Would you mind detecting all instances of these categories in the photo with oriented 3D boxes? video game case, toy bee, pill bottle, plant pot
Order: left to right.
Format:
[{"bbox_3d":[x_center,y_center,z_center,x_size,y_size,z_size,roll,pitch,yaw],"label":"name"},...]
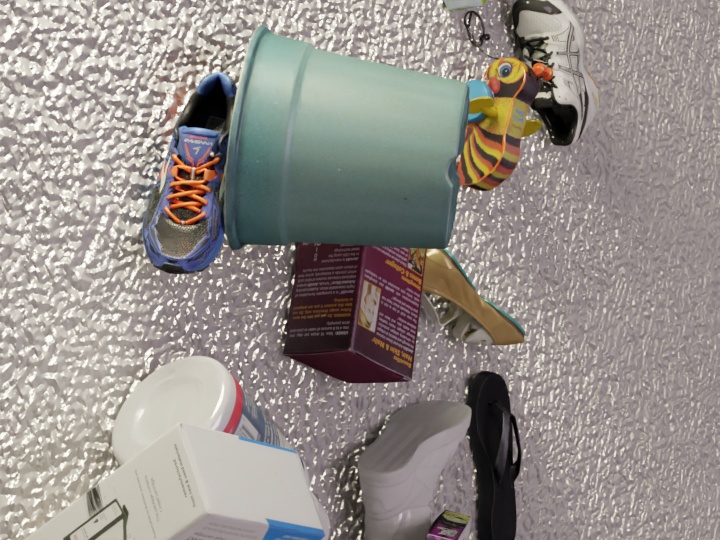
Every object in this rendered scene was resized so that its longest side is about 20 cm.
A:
[{"bbox_3d":[-0.113,0.179,1.461,0.200,0.119,0.120,54,46,-37],"label":"pill bottle"},{"bbox_3d":[-0.007,-0.105,1.508,0.200,0.194,0.203,8,90,-84],"label":"plant pot"},{"bbox_3d":[0.069,0.348,1.672,0.181,0.035,0.202,10,92,-82],"label":"video game case"},{"bbox_3d":[0.159,-0.193,1.891,0.130,0.108,0.202,-18,101,-52],"label":"toy bee"}]

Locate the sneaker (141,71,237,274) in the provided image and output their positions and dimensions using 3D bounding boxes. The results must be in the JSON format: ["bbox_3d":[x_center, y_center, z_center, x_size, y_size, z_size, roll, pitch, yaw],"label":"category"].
[{"bbox_3d":[-0.145,-0.088,1.465,0.079,0.074,0.202,95,3,-60],"label":"sneaker"}]

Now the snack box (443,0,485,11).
[{"bbox_3d":[0.103,-0.412,1.882,0.201,0.053,0.143,60,44,-31],"label":"snack box"}]

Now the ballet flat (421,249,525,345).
[{"bbox_3d":[0.109,0.041,1.851,0.063,0.068,0.200,-52,131,-7],"label":"ballet flat"}]

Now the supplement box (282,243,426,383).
[{"bbox_3d":[0.000,0.000,1.666,0.110,0.085,0.202,29,63,-50],"label":"supplement box"}]

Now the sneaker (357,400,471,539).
[{"bbox_3d":[0.054,0.216,1.747,0.200,0.073,0.117,-33,126,-54],"label":"sneaker"}]

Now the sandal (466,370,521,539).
[{"bbox_3d":[0.160,0.212,1.904,0.076,0.043,0.203,-10,94,-54],"label":"sandal"}]

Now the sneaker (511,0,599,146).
[{"bbox_3d":[0.229,-0.237,2.021,0.201,0.075,0.088,60,43,-31],"label":"sneaker"}]

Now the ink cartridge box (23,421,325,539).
[{"bbox_3d":[-0.151,0.213,1.324,0.145,0.199,0.085,20,40,-50],"label":"ink cartridge box"}]
